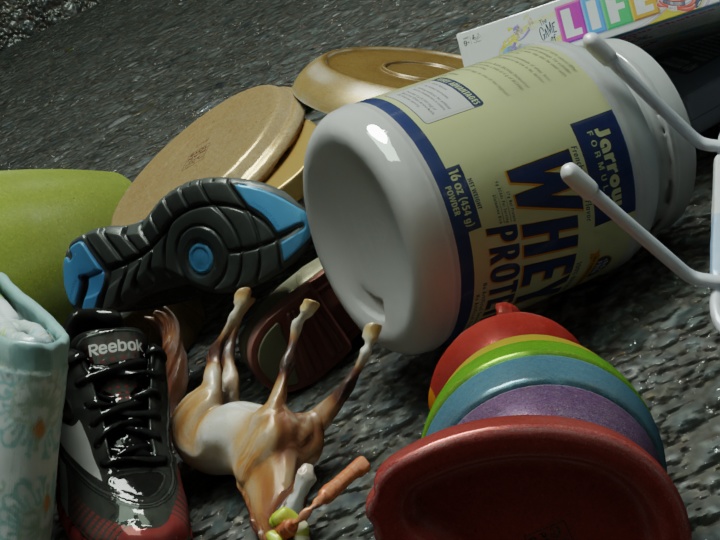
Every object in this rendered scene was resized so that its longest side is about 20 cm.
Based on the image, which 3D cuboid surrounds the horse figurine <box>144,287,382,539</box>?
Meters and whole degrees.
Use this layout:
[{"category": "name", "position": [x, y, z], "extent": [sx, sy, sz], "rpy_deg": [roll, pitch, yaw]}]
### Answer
[{"category": "horse figurine", "position": [-0.067, 0.078, 0.770], "extent": [0.199, 0.050, 0.134], "rpy_deg": [11, 76, 49]}]

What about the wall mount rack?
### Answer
[{"category": "wall mount rack", "position": [0.193, -0.051, 0.689], "extent": [0.171, 0.075, 0.201], "rpy_deg": [8, 43, 9]}]

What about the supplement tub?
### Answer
[{"category": "supplement tub", "position": [0.081, -0.050, 0.773], "extent": [0.198, 0.147, 0.145], "rpy_deg": [-21, 19, -24]}]

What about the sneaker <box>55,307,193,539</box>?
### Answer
[{"category": "sneaker", "position": [-0.141, 0.090, 0.756], "extent": [0.070, 0.099, 0.201], "rpy_deg": [-2, 30, -22]}]

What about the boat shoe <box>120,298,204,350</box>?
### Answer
[{"category": "boat shoe", "position": [-0.180, 0.066, 0.937], "extent": [0.069, 0.072, 0.200], "rpy_deg": [-15, 16, 25]}]

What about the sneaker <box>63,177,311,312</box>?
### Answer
[{"category": "sneaker", "position": [-0.106, -0.018, 0.873], "extent": [0.198, 0.074, 0.082], "rpy_deg": [-10, -1, 34]}]

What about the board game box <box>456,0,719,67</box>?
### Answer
[{"category": "board game box", "position": [0.179, -0.165, 0.872], "extent": [0.198, 0.035, 0.134], "rpy_deg": [-15, -2, 25]}]

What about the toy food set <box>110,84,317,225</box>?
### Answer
[{"category": "toy food set", "position": [-0.112, -0.072, 1.020], "extent": [0.199, 0.049, 0.199], "rpy_deg": [-35, 25, 13]}]

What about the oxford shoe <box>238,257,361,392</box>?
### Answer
[{"category": "oxford shoe", "position": [0.000, 0.000, 0.878], "extent": [0.199, 0.071, 0.074], "rpy_deg": [-32, 20, -14]}]

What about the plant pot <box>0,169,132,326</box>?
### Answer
[{"category": "plant pot", "position": [-0.269, -0.005, 1.075], "extent": [0.199, 0.190, 0.186], "rpy_deg": [-25, 17, -40]}]

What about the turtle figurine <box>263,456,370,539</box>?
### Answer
[{"category": "turtle figurine", "position": [-0.065, 0.174, 0.578], "extent": [0.160, 0.065, 0.201], "rpy_deg": [-20, 31, 35]}]

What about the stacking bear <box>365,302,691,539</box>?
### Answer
[{"category": "stacking bear", "position": [0.074, 0.078, 0.588], "extent": [0.113, 0.123, 0.200], "rpy_deg": [-24, 15, 9]}]

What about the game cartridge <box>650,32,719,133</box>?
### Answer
[{"category": "game cartridge", "position": [0.225, -0.148, 0.948], "extent": [0.132, 0.042, 0.200], "rpy_deg": [-33, 24, -5]}]

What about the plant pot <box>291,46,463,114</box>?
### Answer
[{"category": "plant pot", "position": [0.047, -0.142, 1.011], "extent": [0.197, 0.028, 0.200], "rpy_deg": [6, 20, -2]}]

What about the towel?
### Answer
[{"category": "towel", "position": [-0.213, 0.101, 0.777], "extent": [0.048, 0.174, 0.200], "rpy_deg": [0, 11, -24]}]

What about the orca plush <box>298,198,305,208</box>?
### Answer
[{"category": "orca plush", "position": [-0.033, -0.041, 1.030], "extent": [0.199, 0.071, 0.106], "rpy_deg": [-36, 44, 17]}]
